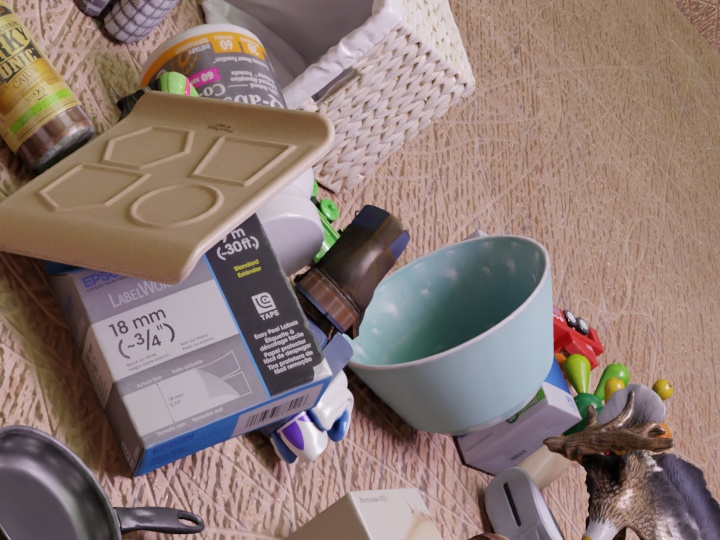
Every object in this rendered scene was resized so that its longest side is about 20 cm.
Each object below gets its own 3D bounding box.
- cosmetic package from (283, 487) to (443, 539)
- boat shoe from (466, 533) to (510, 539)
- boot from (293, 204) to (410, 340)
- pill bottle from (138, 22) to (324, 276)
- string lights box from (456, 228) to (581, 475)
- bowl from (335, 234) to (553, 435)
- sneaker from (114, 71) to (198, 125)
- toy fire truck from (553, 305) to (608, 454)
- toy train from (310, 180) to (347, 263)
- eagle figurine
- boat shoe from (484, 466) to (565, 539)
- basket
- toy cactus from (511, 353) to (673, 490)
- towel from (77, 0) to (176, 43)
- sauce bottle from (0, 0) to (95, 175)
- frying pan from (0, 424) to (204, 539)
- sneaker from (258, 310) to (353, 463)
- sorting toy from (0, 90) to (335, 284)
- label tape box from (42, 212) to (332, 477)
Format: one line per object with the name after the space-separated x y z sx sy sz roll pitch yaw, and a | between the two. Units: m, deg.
0.036 0.263 1.298 0.103 0.073 0.201 6 52 -58 | cosmetic package
0.113 0.290 1.399 0.067 0.072 0.202 30 35 -44 | boat shoe
0.000 0.000 1.488 0.075 0.097 0.200 44 -1 -2 | boot
-0.104 -0.095 1.476 0.116 0.116 0.201 20 39 -50 | pill bottle
0.119 0.075 1.659 0.059 0.102 0.201 25 35 -47 | string lights box
0.088 0.067 1.545 0.201 0.199 0.106 -73 141 -61 | bowl
-0.166 -0.059 1.379 0.077 0.083 0.202 52 34 -46 | sneaker
0.222 0.110 1.864 0.199 0.049 0.142 29 34 -43 | toy fire truck
-0.055 -0.054 1.604 0.200 0.042 0.056 49 34 -8 | toy train
0.234 0.216 1.553 0.201 0.150 0.152 62 -3 -26 | eagle figurine
0.158 0.254 1.532 0.062 0.072 0.201 42 25 -35 | boat shoe
-0.019 -0.216 1.694 0.160 0.198 0.201 32 31 -41 | basket
0.199 0.153 1.679 0.165 0.199 0.103 -43 117 -26 | toy cactus
-0.163 -0.306 1.598 0.085 0.166 0.200 41 26 -9 | towel
-0.278 -0.166 1.327 0.201 0.065 0.065 52 24 1 | sauce bottle
-0.178 0.143 1.126 0.116 0.031 0.190 56 21 7 | frying pan
-0.074 0.074 1.342 0.147 0.080 0.199 59 19 23 | sneaker
-0.139 -0.058 1.262 0.200 0.183 0.037 -47 136 -43 | sorting toy
-0.128 0.021 1.239 0.143 0.063 0.201 -20 72 -21 | label tape box
